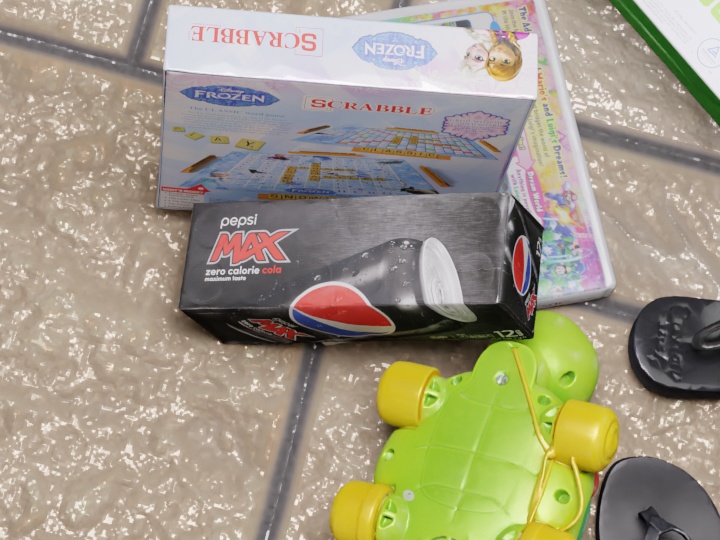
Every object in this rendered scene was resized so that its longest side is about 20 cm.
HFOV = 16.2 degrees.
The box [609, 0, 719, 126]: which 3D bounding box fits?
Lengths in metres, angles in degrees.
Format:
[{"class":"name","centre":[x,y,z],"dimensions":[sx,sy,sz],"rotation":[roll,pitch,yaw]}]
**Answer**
[{"class":"box","centre":[0.233,-0.210,1.530],"dimensions":[0.176,0.097,0.200],"rotation":[-41,80,1]}]

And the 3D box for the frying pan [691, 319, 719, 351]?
[{"class":"frying pan","centre":[0.298,0.016,1.459],"dimensions":[0.115,0.031,0.190],"rotation":[45,108,-5]}]

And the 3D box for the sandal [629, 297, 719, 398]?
[{"class":"sandal","centre":[0.261,0.046,1.494],"dimensions":[0.198,0.043,0.077],"rotation":[-4,72,-8]}]

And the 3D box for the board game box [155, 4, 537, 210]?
[{"class":"board game box","centre":[-0.013,-0.081,1.404],"dimensions":[0.198,0.200,0.041],"rotation":[4,70,-5]}]

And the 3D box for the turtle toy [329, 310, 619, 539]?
[{"class":"turtle toy","centre":[0.079,0.109,1.428],"dimensions":[0.145,0.101,0.201],"rotation":[12,67,23]}]

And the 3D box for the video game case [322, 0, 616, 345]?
[{"class":"video game case","centre":[0.045,-0.065,1.524],"dimensions":[0.180,0.024,0.202],"rotation":[-9,72,-10]}]

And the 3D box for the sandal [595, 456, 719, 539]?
[{"class":"sandal","centre":[0.186,0.200,1.442],"dimensions":[0.075,0.043,0.202],"rotation":[-8,73,-9]}]

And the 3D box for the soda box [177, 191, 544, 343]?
[{"class":"soda box","centre":[0.000,0.000,1.431],"dimensions":[0.198,0.063,0.071],"rotation":[-2,69,24]}]
